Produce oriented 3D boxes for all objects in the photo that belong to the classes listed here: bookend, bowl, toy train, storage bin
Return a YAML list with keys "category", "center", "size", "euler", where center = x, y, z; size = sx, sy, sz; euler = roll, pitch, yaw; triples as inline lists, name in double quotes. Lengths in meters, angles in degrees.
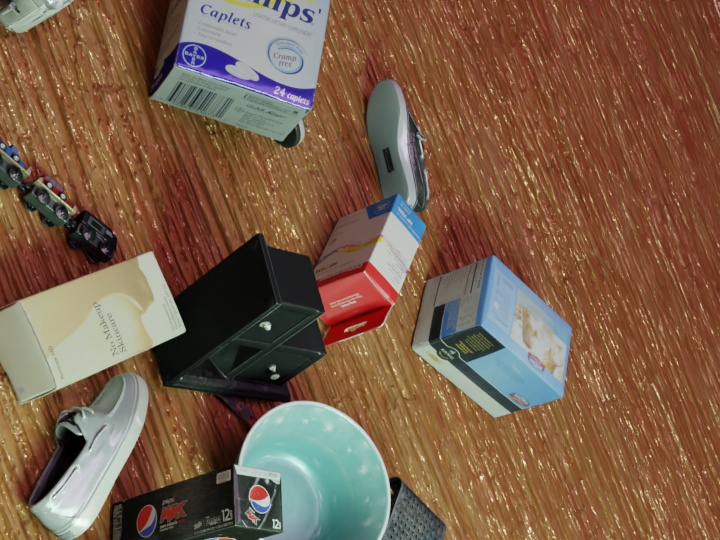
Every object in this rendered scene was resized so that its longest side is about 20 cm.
- category: "bookend"
  center: [-0.102, 0.062, 1.561]
  size: [0.200, 0.199, 0.092]
  euler: [14, 50, -47]
- category: "bowl"
  center: [-0.076, 0.261, 1.561]
  size: [0.200, 0.105, 0.201]
  euler: [16, 59, -29]
- category: "toy train"
  center: [-0.344, -0.081, 1.485]
  size: [0.200, 0.034, 0.046]
  euler: [42, 41, -29]
- category: "storage bin"
  center: [0.005, 0.359, 1.602]
  size: [0.094, 0.135, 0.200]
  euler: [47, 42, -24]

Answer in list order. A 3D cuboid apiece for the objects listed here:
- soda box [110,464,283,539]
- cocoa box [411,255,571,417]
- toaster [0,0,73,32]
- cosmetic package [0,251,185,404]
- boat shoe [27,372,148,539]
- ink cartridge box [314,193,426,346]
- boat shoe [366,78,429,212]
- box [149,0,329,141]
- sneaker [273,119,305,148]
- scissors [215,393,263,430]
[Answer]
- category: "soda box"
  center: [-0.171, 0.255, 1.393]
  size: [0.071, 0.200, 0.064]
  euler: [19, 59, -44]
- category: "cocoa box"
  center: [0.194, 0.098, 1.959]
  size: [0.200, 0.131, 0.134]
  euler: [40, 46, -30]
- category: "toaster"
  center: [-0.369, -0.363, 1.533]
  size: [0.129, 0.113, 0.200]
  euler: [55, 37, -21]
- category: "cosmetic package"
  center: [-0.292, 0.058, 1.449]
  size: [0.200, 0.071, 0.105]
  euler: [-27, 94, -52]
- category: "boat shoe"
  center: [-0.283, 0.178, 1.402]
  size: [0.072, 0.070, 0.201]
  euler: [46, 45, -30]
- category: "ink cartridge box"
  center: [0.000, 0.000, 1.788]
  size: [0.067, 0.116, 0.200]
  euler: [49, 41, -24]
- category: "boat shoe"
  center: [0.064, -0.182, 1.986]
  size: [0.068, 0.074, 0.200]
  euler: [-2, 74, -46]
- category: "box"
  center: [-0.148, -0.293, 1.701]
  size: [0.183, 0.105, 0.201]
  euler: [16, 65, -20]
- category: "sneaker"
  center: [-0.101, -0.271, 1.834]
  size: [0.121, 0.084, 0.200]
  euler: [-25, 91, -43]
- category: "scissors"
  center: [-0.138, 0.168, 1.630]
  size: [0.200, 0.014, 0.073]
  euler: [52, 43, -17]
